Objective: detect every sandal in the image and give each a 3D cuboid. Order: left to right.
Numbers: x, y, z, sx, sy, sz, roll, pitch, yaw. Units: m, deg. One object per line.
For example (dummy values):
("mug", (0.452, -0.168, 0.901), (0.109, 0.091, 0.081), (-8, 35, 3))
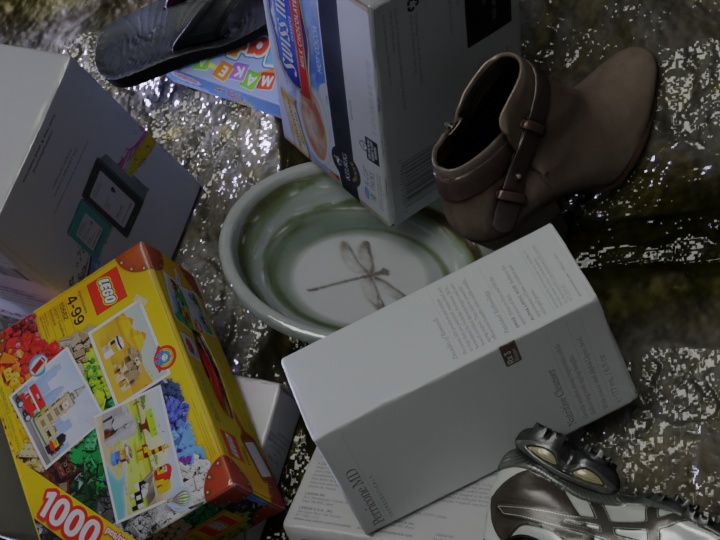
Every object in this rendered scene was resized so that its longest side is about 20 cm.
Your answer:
("sandal", (-0.124, -0.201, 1.496), (0.199, 0.048, 0.076), (-25, 57, 16))

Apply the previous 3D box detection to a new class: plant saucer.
("plant saucer", (0.000, 0.000, 1.352), (0.198, 0.050, 0.201), (3, 40, -2))

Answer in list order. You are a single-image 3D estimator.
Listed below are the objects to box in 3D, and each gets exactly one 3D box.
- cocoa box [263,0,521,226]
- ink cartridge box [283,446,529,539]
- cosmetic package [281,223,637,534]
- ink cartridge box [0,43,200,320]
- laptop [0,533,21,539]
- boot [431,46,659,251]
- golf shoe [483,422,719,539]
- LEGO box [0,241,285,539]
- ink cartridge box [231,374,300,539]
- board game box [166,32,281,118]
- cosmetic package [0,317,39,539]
("cocoa box", (0.022, -0.162, 1.339), (0.133, 0.201, 0.131), (-33, 51, -23))
("ink cartridge box", (0.057, 0.113, 1.316), (0.160, 0.050, 0.201), (4, 51, 28))
("cosmetic package", (0.062, 0.070, 1.241), (0.199, 0.113, 0.081), (-29, 44, 0))
("ink cartridge box", (-0.245, -0.057, 1.440), (0.146, 0.200, 0.147), (12, 71, 30))
("laptop", (-0.197, 0.281, 1.252), (0.177, 0.103, 0.202), (-2, 75, 62))
("boot", (0.125, -0.101, 1.308), (0.070, 0.146, 0.201), (20, 73, 36))
("golf shoe", (0.169, 0.175, 1.193), (0.199, 0.078, 0.095), (26, 83, 20))
("LEGO box", (-0.160, 0.108, 1.340), (0.148, 0.077, 0.201), (-32, 60, 12))
("ink cartridge box", (-0.143, 0.167, 1.376), (0.161, 0.057, 0.201), (7, 66, 28))
("board game box", (-0.052, -0.221, 1.521), (0.151, 0.037, 0.201), (21, 78, 32))
("cosmetic package", (-0.286, 0.138, 1.421), (0.107, 0.090, 0.201), (-44, 49, 29))
